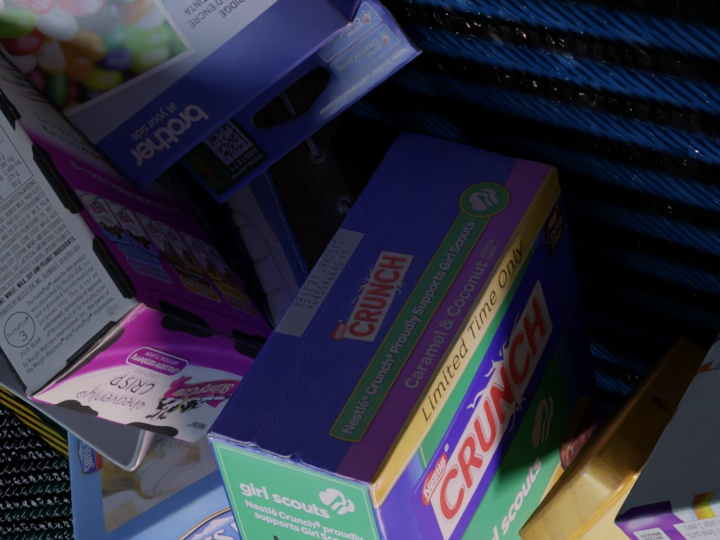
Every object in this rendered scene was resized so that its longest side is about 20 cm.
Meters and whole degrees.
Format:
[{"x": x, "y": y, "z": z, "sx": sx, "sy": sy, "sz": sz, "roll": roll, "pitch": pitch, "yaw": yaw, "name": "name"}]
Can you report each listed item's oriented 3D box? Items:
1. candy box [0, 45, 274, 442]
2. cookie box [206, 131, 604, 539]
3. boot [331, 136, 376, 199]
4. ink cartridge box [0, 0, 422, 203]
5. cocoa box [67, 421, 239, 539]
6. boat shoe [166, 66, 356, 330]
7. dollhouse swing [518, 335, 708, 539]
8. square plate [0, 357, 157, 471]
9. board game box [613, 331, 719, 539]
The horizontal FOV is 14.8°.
[{"x": -0.125, "y": -0.034, "z": 1.086, "sx": 0.200, "sy": 0.061, "sz": 0.136, "roll": 56, "pitch": -167, "yaw": 22, "name": "candy box"}, {"x": 0.027, "y": 0.078, "z": 1.085, "sx": 0.075, "sy": 0.171, "sz": 0.200, "roll": 12, "pitch": 140, "yaw": 26, "name": "cookie box"}, {"x": 0.000, "y": 0.000, "z": 1.278, "sx": 0.107, "sy": 0.075, "sz": 0.200, "roll": 45, "pitch": 166, "yaw": 26, "name": "boot"}, {"x": -0.085, "y": -0.114, "z": 1.034, "sx": 0.200, "sy": 0.119, "sz": 0.042, "roll": 44, "pitch": -149, "yaw": -18, "name": "ink cartridge box"}, {"x": -0.058, "y": 0.082, "z": 1.366, "sx": 0.131, "sy": 0.133, "sz": 0.200, "roll": 48, "pitch": -160, "yaw": -36, "name": "cocoa box"}, {"x": -0.045, "y": -0.065, "z": 1.141, "sx": 0.072, "sy": 0.072, "sz": 0.200, "roll": 4, "pitch": 114, "yaw": 61, "name": "boat shoe"}, {"x": 0.197, "y": 0.092, "z": 1.040, "sx": 0.200, "sy": 0.176, "sz": 0.182, "roll": 41, "pitch": -151, "yaw": 4, "name": "dollhouse swing"}, {"x": -0.123, "y": -0.025, "z": 1.340, "sx": 0.028, "sy": 0.199, "sz": 0.200, "roll": 9, "pitch": -170, "yaw": -36, "name": "square plate"}, {"x": 0.193, "y": 0.098, "z": 0.843, "sx": 0.200, "sy": 0.103, "sz": 0.105, "roll": 45, "pitch": 147, "yaw": -18, "name": "board game box"}]
